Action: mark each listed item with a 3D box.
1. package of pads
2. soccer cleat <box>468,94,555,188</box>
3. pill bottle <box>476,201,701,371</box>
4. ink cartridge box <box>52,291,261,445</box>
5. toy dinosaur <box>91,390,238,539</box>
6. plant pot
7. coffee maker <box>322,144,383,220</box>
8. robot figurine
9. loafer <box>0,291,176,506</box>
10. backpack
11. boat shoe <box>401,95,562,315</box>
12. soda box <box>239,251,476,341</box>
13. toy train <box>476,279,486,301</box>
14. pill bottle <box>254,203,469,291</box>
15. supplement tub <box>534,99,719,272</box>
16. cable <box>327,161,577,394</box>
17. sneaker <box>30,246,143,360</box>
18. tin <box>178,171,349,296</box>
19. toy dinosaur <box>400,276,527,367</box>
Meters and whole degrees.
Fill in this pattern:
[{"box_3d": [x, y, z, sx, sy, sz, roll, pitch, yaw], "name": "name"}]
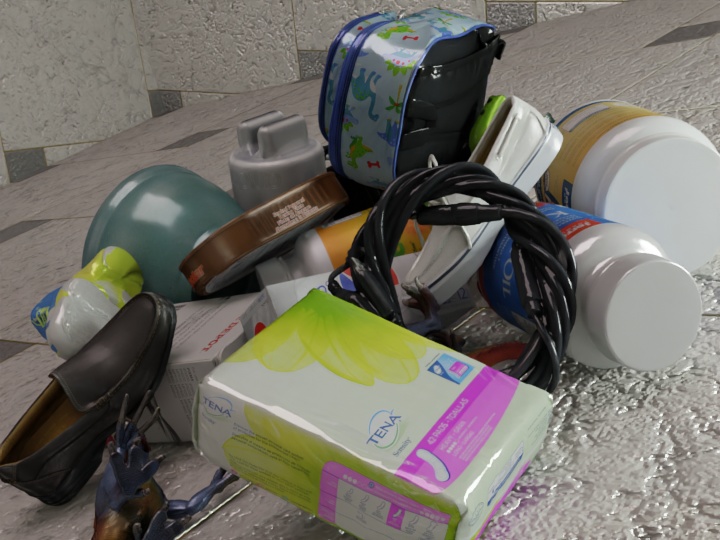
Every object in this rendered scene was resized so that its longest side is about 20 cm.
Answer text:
[{"box_3d": [0.006, 0.101, 0.704, 0.199, 0.069, 0.154, 23, 33, 22], "name": "package of pads"}, {"box_3d": [0.202, -0.117, 1.136, 0.067, 0.199, 0.082, 10, 76, 60], "name": "soccer cleat"}, {"box_3d": [0.179, 0.012, 0.852, 0.111, 0.113, 0.200, -21, 17, -13], "name": "pill bottle"}, {"box_3d": [-0.159, 0.091, 0.997, 0.198, 0.084, 0.147, -8, 20, 32], "name": "ink cartridge box"}, {"box_3d": [-0.176, 0.161, 0.778, 0.200, 0.105, 0.181, -39, 5, -26], "name": "toy dinosaur"}, {"box_3d": [-0.182, -0.003, 1.163, 0.133, 0.202, 0.200, 19, 36, 38], "name": "plant pot"}, {"box_3d": [0.050, -0.104, 1.344, 0.191, 0.136, 0.200, 9, 30, 38], "name": "coffee maker"}, {"box_3d": [-0.091, -0.082, 1.256, 0.112, 0.202, 0.169, -24, 27, -33], "name": "robot figurine"}, {"box_3d": [-0.226, 0.101, 0.889, 0.072, 0.072, 0.201, 27, 83, 37], "name": "loafer"}, {"box_3d": [0.040, -0.175, 1.104, 0.146, 0.185, 0.200, 20, 25, 22], "name": "backpack"}, {"box_3d": [0.082, -0.064, 0.899, 0.203, 0.086, 0.075, -52, 18, -3], "name": "boat shoe"}, {"box_3d": [0.000, 0.035, 0.934, 0.198, 0.064, 0.068, -13, -19, -33], "name": "soda box"}, {"box_3d": [0.133, -0.047, 1.050, 0.084, 0.116, 0.200, -38, 3, 14], "name": "toy train"}, {"box_3d": [0.000, 0.000, 1.075, 0.198, 0.112, 0.111, -20, 17, -8], "name": "pill bottle"}, {"box_3d": [0.254, -0.079, 1.007, 0.143, 0.146, 0.200, -18, 16, -1], "name": "supplement tub"}, {"box_3d": [0.081, 0.014, 0.797, 0.163, 0.051, 0.200, -45, 64, -4], "name": "cable"}, {"box_3d": [-0.269, 0.051, 1.009, 0.105, 0.076, 0.200, -35, 12, 15], "name": "sneaker"}, {"box_3d": [-0.092, -0.036, 1.068, 0.199, 0.042, 0.112, -32, -2, -38], "name": "tin"}, {"box_3d": [0.015, 0.093, 0.822, 0.198, 0.106, 0.182, 7, 46, 33], "name": "toy dinosaur"}]
